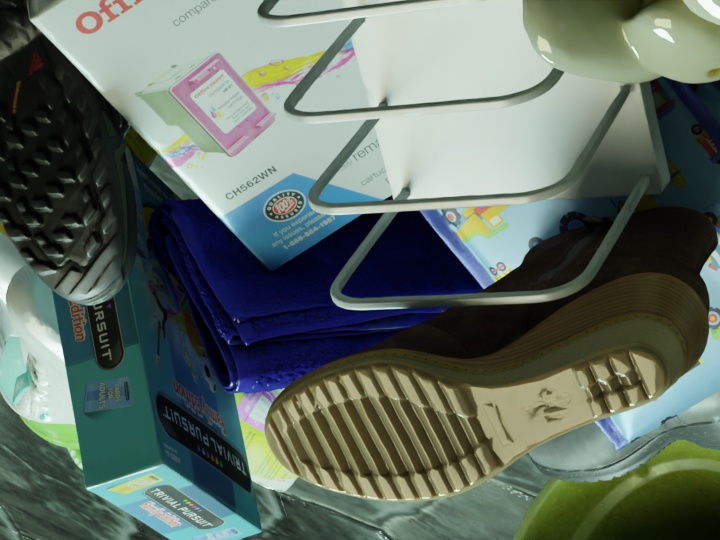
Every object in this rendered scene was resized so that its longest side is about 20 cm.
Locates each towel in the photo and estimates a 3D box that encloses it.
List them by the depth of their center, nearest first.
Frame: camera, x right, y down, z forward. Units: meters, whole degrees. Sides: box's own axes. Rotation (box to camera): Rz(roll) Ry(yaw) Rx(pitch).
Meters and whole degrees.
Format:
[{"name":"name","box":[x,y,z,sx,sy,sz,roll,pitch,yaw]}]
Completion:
[{"name":"towel","box":[0.000,0.000,1.400,0.199,0.148,0.050,-4,130,-24]}]

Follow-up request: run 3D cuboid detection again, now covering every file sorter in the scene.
[{"name":"file sorter","box":[0.038,-0.098,1.168,0.138,0.125,0.200,-3,117,26]}]

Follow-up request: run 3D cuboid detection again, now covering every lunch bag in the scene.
[{"name":"lunch bag","box":[0.125,-0.035,1.288,0.150,0.094,0.200,-34,113,27]}]

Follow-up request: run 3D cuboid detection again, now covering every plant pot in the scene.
[{"name":"plant pot","box":[0.218,0.219,1.634,0.200,0.201,0.184,2,155,44]}]

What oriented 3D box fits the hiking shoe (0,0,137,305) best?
[{"name":"hiking shoe","box":[-0.140,-0.075,1.334,0.076,0.201,0.101,-25,161,25]}]

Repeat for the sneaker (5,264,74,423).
[{"name":"sneaker","box":[-0.169,0.056,1.515,0.088,0.075,0.200,-21,156,12]}]

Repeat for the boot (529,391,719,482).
[{"name":"boot","box":[0.143,0.050,1.528,0.132,0.070,0.200,44,140,-23]}]

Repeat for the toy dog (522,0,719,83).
[{"name":"toy dog","box":[0.186,-0.140,1.039,0.194,0.140,0.200,27,158,-28]}]

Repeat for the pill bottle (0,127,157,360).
[{"name":"pill bottle","box":[-0.202,-0.034,1.557,0.104,0.200,0.104,23,154,12]}]

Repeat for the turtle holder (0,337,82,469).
[{"name":"turtle holder","box":[-0.186,0.024,1.752,0.141,0.186,0.132,-16,139,13]}]

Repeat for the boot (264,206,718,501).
[{"name":"boot","box":[0.065,0.034,1.203,0.199,0.166,0.073,-13,108,17]}]

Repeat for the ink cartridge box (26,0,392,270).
[{"name":"ink cartridge box","box":[-0.051,-0.118,1.305,0.144,0.085,0.200,-32,124,16]}]

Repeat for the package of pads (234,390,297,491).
[{"name":"package of pads","box":[-0.024,0.037,1.555,0.068,0.155,0.200,28,155,-2]}]

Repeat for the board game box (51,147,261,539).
[{"name":"board game box","box":[-0.117,0.039,1.439,0.047,0.201,0.151,-18,157,12]}]
